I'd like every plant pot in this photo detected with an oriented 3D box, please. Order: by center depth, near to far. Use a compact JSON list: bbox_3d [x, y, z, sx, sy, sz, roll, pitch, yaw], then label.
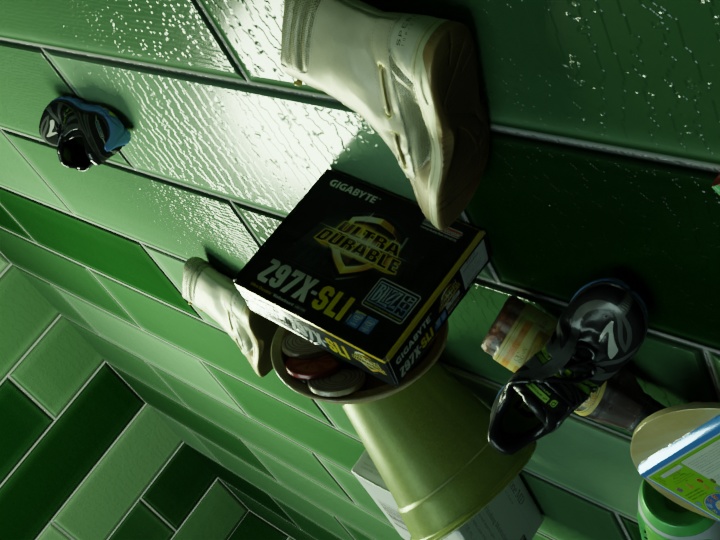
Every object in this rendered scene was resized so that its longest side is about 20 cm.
[{"bbox_3d":[0.079,0.198,1.259,0.191,0.199,0.200,50,160,3],"label":"plant pot"}]

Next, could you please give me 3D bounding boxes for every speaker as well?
[{"bbox_3d":[0.338,0.274,1.078,0.088,0.089,0.201,24,155,34],"label":"speaker"}]

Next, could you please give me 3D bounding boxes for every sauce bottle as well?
[{"bbox_3d":[0.210,0.100,0.967,0.198,0.066,0.066,31,159,11],"label":"sauce bottle"}]

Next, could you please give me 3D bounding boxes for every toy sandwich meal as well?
[{"bbox_3d":[0.000,0.047,1.034,0.203,0.205,0.071,22,138,38],"label":"toy sandwich meal"}]

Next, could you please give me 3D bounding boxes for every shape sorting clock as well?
[{"bbox_3d":[0.333,0.171,0.892,0.197,0.040,0.201,20,146,14],"label":"shape sorting clock"}]

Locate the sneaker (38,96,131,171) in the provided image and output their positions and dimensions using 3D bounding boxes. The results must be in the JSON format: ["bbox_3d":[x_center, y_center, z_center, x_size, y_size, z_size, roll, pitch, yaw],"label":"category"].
[{"bbox_3d":[-0.382,-0.179,1.375,0.198,0.083,0.071,16,150,47],"label":"sneaker"}]

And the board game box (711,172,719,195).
[{"bbox_3d":[0.318,-0.003,0.630,0.200,0.020,0.103,42,158,-7],"label":"board game box"}]

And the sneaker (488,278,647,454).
[{"bbox_3d":[0.175,0.090,0.882,0.070,0.083,0.201,37,124,4],"label":"sneaker"}]

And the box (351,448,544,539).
[{"bbox_3d":[0.126,0.320,1.471,0.198,0.131,0.200,18,151,42],"label":"box"}]

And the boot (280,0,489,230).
[{"bbox_3d":[0.017,-0.129,0.804,0.154,0.073,0.201,28,155,27],"label":"boot"}]

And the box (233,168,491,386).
[{"bbox_3d":[0.000,0.000,0.981,0.198,0.160,0.050,25,157,34],"label":"box"}]

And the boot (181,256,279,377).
[{"bbox_3d":[-0.197,0.071,1.595,0.153,0.072,0.201,29,152,24],"label":"boot"}]
